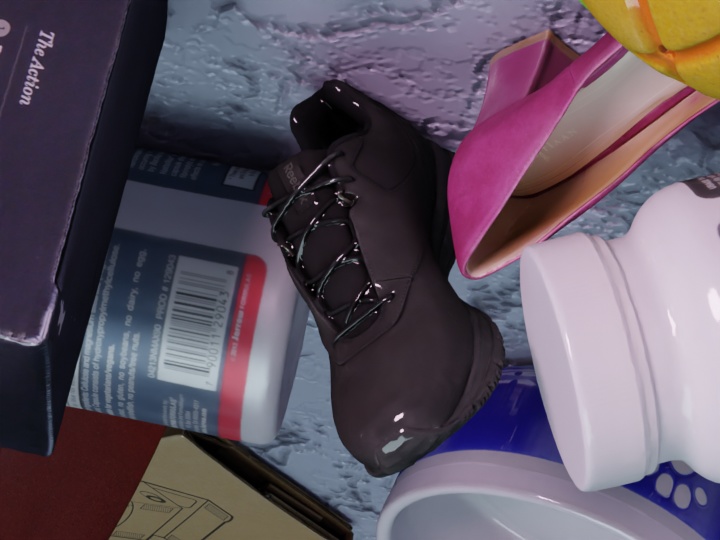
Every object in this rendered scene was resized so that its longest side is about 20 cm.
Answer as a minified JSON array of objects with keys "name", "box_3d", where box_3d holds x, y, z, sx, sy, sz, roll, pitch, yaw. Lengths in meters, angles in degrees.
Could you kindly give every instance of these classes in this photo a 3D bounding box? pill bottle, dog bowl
[{"name":"pill bottle","box_3d":[0.167,0.015,0.826,0.200,0.117,0.116,-13,151,-4]},{"name":"pill bottle","box_3d":[-0.123,0.001,0.983,0.200,0.120,0.120,12,152,2]},{"name":"dog bowl","box_3d":[0.114,0.139,1.145,0.200,0.079,0.200,19,148,13]}]

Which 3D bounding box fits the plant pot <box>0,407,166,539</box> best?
[{"name":"plant pot","box_3d":[-0.231,0.094,1.139,0.199,0.177,0.200,5,152,15]}]

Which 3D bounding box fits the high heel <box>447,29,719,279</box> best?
[{"name":"high heel","box_3d":[0.106,-0.061,0.798,0.200,0.096,0.067,-17,140,43]}]

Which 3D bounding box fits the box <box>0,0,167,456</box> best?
[{"name":"box","box_3d":[-0.187,-0.057,0.817,0.200,0.197,0.117,12,153,0]}]

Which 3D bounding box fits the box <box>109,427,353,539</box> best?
[{"name":"box","box_3d":[-0.129,0.141,1.350,0.200,0.021,0.163,-10,145,37]}]

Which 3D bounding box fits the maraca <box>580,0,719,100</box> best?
[{"name":"maraca","box_3d":[0.109,-0.116,0.687,0.200,0.107,0.137,19,136,4]}]

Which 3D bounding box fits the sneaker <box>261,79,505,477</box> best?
[{"name":"sneaker","box_3d":[0.000,0.000,0.865,0.076,0.200,0.091,-38,120,20]}]
